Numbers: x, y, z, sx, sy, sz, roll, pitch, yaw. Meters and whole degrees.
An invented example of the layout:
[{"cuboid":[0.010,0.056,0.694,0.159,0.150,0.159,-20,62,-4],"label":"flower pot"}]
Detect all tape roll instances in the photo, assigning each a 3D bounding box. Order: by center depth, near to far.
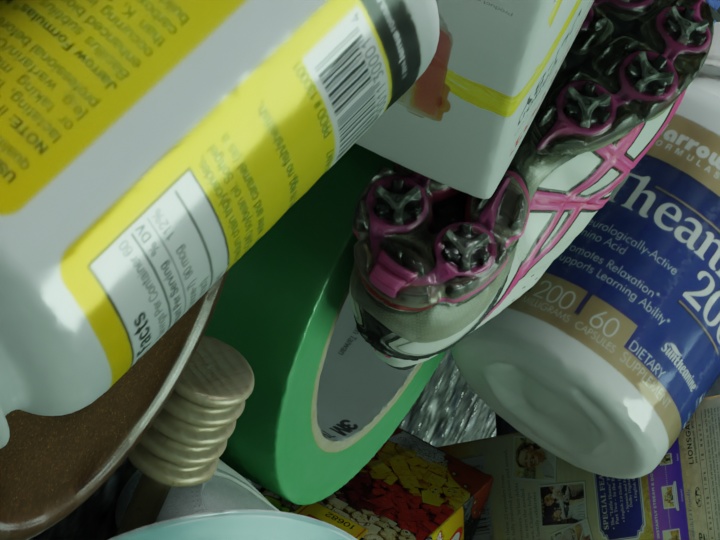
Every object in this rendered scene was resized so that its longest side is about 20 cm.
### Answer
[{"cuboid":[0.000,0.000,1.146,0.200,0.048,0.200,-52,158,-31],"label":"tape roll"}]

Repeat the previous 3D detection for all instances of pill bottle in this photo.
[{"cuboid":[-0.083,-0.034,0.745,0.200,0.114,0.114,-45,157,-19],"label":"pill bottle"},{"cuboid":[0.138,-0.014,1.239,0.200,0.111,0.111,-54,160,-19],"label":"pill bottle"}]

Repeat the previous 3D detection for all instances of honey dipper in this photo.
[{"cuboid":[-0.089,0.109,1.040,0.038,0.038,0.200,-38,158,-52],"label":"honey dipper"}]

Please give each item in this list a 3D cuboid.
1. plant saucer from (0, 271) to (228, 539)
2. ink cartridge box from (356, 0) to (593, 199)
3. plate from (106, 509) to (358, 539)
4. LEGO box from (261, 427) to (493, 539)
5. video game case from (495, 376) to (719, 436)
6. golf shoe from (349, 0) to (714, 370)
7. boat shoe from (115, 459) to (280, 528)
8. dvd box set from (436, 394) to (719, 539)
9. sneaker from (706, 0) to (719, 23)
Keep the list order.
[{"cuboid":[-0.093,0.013,0.881,0.200,0.032,0.200,-52,158,-30],"label":"plant saucer"},{"cuboid":[0.052,-0.137,0.962,0.145,0.083,0.200,-61,174,-23],"label":"ink cartridge box"},{"cuboid":[-0.073,0.172,1.044,0.200,0.026,0.200,-17,135,-17],"label":"plate"},{"cuboid":[-0.025,0.189,1.289,0.149,0.077,0.200,-37,148,-54],"label":"LEGO box"},{"cuboid":[0.129,0.082,1.333,0.019,0.143,0.200,7,76,-53],"label":"video game case"},{"cuboid":[0.064,-0.044,1.083,0.200,0.073,0.092,-44,162,-23],"label":"golf shoe"},{"cuboid":[-0.018,0.143,1.117,0.072,0.069,0.200,-41,129,0],"label":"boat shoe"},{"cuboid":[0.115,0.143,1.290,0.029,0.200,0.146,4,76,-45],"label":"dvd box set"},{"cuboid":[0.147,-0.154,1.297,0.078,0.075,0.200,-69,163,7],"label":"sneaker"}]
